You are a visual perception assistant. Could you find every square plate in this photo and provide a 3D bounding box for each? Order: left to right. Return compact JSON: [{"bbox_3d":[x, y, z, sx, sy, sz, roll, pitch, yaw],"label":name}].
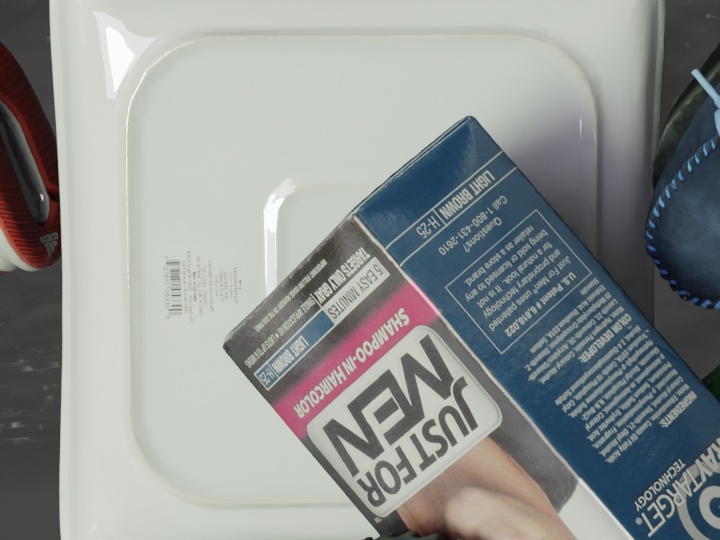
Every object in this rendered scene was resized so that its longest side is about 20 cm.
[{"bbox_3d":[0.000,0.000,0.966,0.197,0.028,0.201,-1,100,-3],"label":"square plate"}]

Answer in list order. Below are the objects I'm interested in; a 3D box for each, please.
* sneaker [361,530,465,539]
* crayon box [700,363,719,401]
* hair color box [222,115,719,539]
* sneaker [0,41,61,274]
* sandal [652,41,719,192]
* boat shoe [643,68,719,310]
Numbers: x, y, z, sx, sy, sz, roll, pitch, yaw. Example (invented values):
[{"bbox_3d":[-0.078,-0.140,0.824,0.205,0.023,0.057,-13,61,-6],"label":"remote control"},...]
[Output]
[{"bbox_3d":[0.047,0.160,0.850,0.200,0.095,0.079,45,141,13],"label":"sneaker"},{"bbox_3d":[0.201,0.034,0.918,0.200,0.051,0.127,-44,76,20],"label":"crayon box"},{"bbox_3d":[0.058,0.064,0.891,0.200,0.060,0.100,49,144,2],"label":"hair color box"},{"bbox_3d":[-0.187,-0.081,1.074,0.115,0.078,0.201,-20,84,23],"label":"sneaker"},{"bbox_3d":[0.145,-0.072,0.907,0.075,0.048,0.201,26,137,7],"label":"sandal"},{"bbox_3d":[0.141,-0.042,0.848,0.084,0.069,0.200,40,137,-4],"label":"boat shoe"}]
